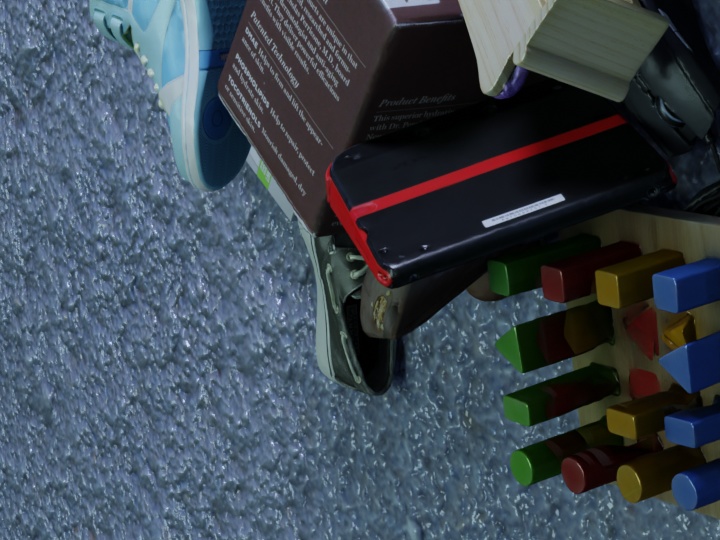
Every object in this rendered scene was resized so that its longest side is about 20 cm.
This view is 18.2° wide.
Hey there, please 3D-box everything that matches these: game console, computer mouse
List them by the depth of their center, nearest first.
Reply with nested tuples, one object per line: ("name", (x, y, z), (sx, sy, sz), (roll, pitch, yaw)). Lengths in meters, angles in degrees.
("computer mouse", (0.208, -0.128, 1.425), (0.140, 0.046, 0.201), (-40, 63, 55))
("game console", (0.085, -0.058, 1.458), (0.177, 0.199, 0.031), (-120, 12, -58))

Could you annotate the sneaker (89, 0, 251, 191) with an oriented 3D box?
("sneaker", (-0.146, -0.161, 1.711), (0.130, 0.079, 0.201), (3, 93, 36))

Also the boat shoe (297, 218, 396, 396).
("boat shoe", (0.000, 0.000, 1.771), (0.064, 0.070, 0.201), (22, 123, 55))

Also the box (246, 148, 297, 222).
("box", (-0.068, -0.162, 1.864), (0.200, 0.041, 0.156), (53, 137, 36))

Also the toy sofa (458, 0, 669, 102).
("toy sofa", (0.119, -0.190, 1.455), (0.098, 0.083, 0.200), (-56, 31, 32))

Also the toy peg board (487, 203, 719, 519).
("toy peg board", (0.173, 0.068, 1.457), (0.199, 0.097, 0.201), (14, 116, 56))

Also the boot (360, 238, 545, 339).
("boot", (0.057, 0.005, 1.541), (0.064, 0.200, 0.187), (37, 141, 14))

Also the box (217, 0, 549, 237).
("box", (0.025, -0.156, 1.599), (0.164, 0.165, 0.200), (57, 140, 34))
